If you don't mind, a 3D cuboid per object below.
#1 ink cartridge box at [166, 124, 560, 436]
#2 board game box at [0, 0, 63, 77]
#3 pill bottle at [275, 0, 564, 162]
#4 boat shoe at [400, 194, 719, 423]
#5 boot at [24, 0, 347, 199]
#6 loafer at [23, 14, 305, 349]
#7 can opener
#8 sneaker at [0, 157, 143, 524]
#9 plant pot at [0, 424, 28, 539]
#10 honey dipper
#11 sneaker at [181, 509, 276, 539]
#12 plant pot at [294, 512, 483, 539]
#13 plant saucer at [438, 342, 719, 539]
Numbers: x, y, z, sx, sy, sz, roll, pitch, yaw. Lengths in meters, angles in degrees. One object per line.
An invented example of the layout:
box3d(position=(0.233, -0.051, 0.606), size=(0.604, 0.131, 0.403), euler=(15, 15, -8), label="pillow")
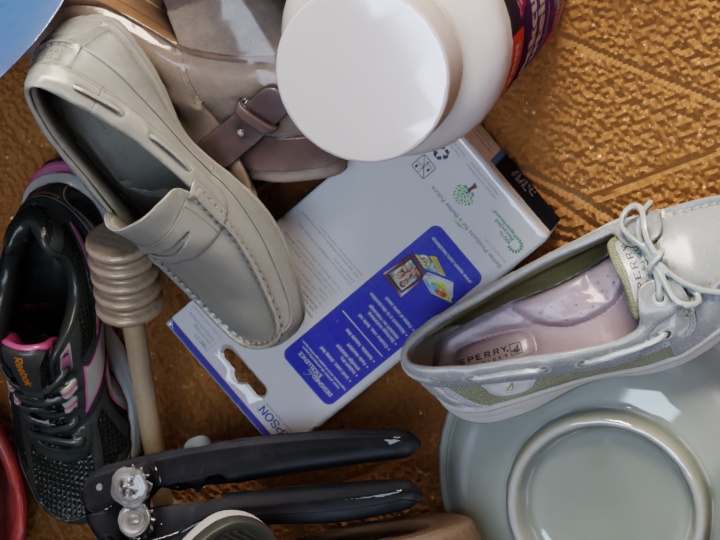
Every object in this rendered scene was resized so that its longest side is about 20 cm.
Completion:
box3d(position=(0.000, 0.000, 1.538), size=(0.200, 0.039, 0.100), euler=(-39, 94, 23), label="ink cartridge box")
box3d(position=(-0.211, -0.136, 1.498), size=(0.199, 0.159, 0.039), euler=(18, 158, 41), label="board game box")
box3d(position=(0.027, -0.119, 1.400), size=(0.111, 0.200, 0.112), euler=(5, 111, 15), label="pill bottle")
box3d(position=(0.117, 0.016, 1.477), size=(0.201, 0.065, 0.075), euler=(-22, 66, 19), label="boat shoe")
box3d(position=(-0.103, -0.091, 1.516), size=(0.199, 0.070, 0.147), euler=(-11, 113, 37), label="boot")
box3d(position=(-0.101, -0.034, 1.473), size=(0.070, 0.070, 0.200), euler=(-24, 111, 39), label="loafer")
box3d(position=(-0.058, 0.113, 1.552), size=(0.199, 0.078, 0.064), euler=(-16, 79, 25), label="can opener")
box3d(position=(-0.169, 0.046, 1.578), size=(0.080, 0.086, 0.202), euler=(1, 109, 18), label="sneaker")
box3d(position=(-0.290, 0.151, 1.597), size=(0.199, 0.183, 0.202), euler=(5, 110, 14), label="plant pot")
box3d(position=(-0.118, 0.064, 1.574), size=(0.038, 0.038, 0.201), euler=(6, 127, 14), label="honey dipper")
box3d(position=(-0.117, 0.196, 1.545), size=(0.083, 0.121, 0.201), euler=(25, 101, -29), label="sneaker")
box3d(position=(0.023, 0.223, 1.536), size=(0.199, 0.200, 0.176), euler=(-9, 92, 19), label="plant pot")
box3d(position=(0.132, 0.118, 1.534), size=(0.199, 0.050, 0.202), euler=(6, 110, 15), label="plant saucer")
